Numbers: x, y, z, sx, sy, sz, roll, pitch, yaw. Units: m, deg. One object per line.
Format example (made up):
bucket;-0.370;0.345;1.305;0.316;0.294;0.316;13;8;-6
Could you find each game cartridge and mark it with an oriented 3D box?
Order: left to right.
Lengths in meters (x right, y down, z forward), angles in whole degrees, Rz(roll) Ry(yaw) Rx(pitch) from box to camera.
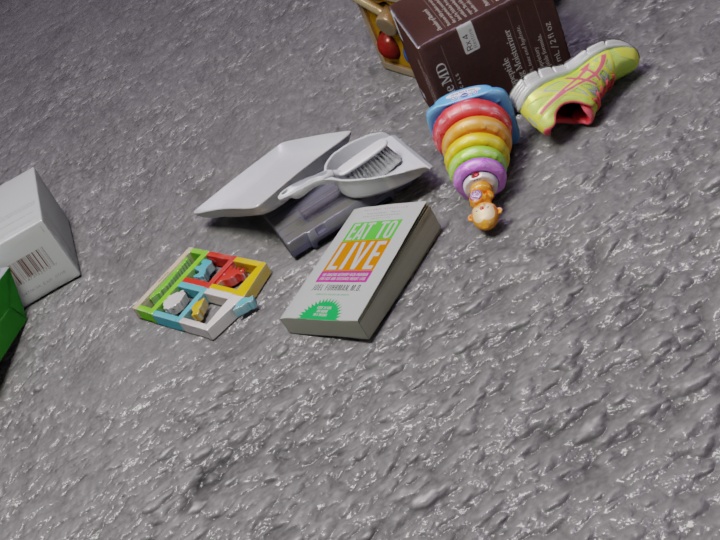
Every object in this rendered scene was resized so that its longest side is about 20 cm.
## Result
game cartridge;-0.034;-0.102;1.510;0.198;0.039;0.130;-32;39;-6

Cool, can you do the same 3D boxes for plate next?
plate;-0.126;-0.133;1.572;0.199;0.033;0.199;-43;24;-28

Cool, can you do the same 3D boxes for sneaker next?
sneaker;0.297;-0.236;1.433;0.198;0.078;0.091;-26;67;-14

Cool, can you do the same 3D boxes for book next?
book;0.000;0.000;1.354;0.132;0.048;0.201;0;46;40

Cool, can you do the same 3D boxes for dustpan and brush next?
dustpan and brush;-0.019;-0.132;1.456;0.198;0.058;0.140;-33;35;-7

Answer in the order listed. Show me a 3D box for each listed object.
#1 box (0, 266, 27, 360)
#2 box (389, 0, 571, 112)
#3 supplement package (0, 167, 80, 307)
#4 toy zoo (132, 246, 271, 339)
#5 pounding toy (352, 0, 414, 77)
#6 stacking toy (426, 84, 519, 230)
box;-0.600;0.087;1.534;0.173;0.098;0.201;-10;24;5
box;0.173;-0.322;1.528;0.198;0.167;0.165;-27;36;2
supplement package;-0.532;-0.053;1.708;0.116;0.118;0.201;-30;36;-2
toy zoo;-0.209;0.030;1.470;0.198;0.021;0.132;10;50;41
pounding toy;0.057;-0.406;1.681;0.142;0.201;0.183;-40;37;-17
stacking toy;0.151;-0.131;1.378;0.114;0.110;0.202;-13;48;15
